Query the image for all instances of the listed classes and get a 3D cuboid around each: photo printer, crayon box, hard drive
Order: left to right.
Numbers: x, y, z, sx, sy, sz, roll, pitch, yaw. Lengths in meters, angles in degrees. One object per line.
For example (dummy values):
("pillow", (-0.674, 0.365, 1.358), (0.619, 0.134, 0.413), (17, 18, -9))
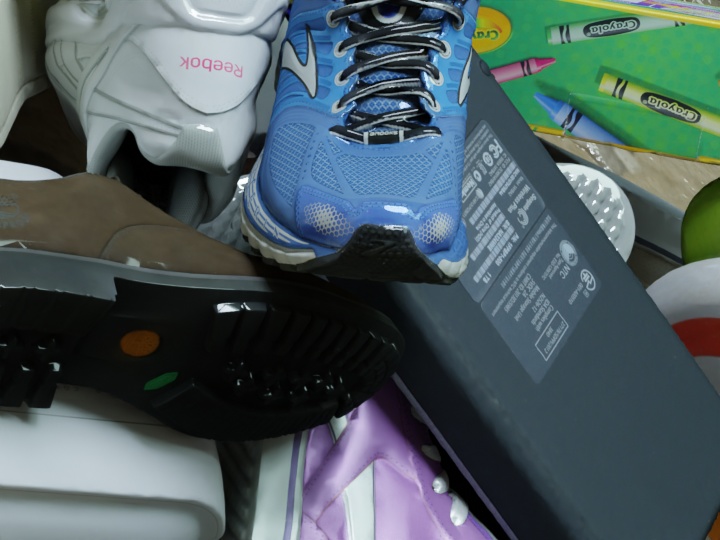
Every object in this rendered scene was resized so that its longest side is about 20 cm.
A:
("photo printer", (-0.141, 0.031, 0.995), (0.199, 0.069, 0.167), (8, 44, -46))
("hard drive", (0.065, 0.027, 1.098), (0.200, 0.033, 0.140), (54, 35, -11))
("crayon box", (0.126, -0.083, 1.232), (0.199, 0.059, 0.119), (11, 9, 12))

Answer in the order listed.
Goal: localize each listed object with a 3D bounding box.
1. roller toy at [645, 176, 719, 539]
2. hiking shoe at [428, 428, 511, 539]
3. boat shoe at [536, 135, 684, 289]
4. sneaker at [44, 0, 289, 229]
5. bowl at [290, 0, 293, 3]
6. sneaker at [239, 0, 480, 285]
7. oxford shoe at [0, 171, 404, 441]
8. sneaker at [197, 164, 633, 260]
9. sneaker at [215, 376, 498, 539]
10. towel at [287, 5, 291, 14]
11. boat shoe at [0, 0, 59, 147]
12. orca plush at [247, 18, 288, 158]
("roller toy", (0.207, 0.063, 1.234), (0.139, 0.201, 0.182), (-25, 54, -37))
("hiking shoe", (0.077, 0.106, 1.175), (0.101, 0.076, 0.200), (45, 34, -22))
("boat shoe", (0.076, -0.022, 1.318), (0.199, 0.070, 0.071), (23, 10, -37))
("sneaker", (-0.081, -0.054, 1.087), (0.077, 0.200, 0.100), (9, 80, -10))
("bowl", (-0.075, -0.185, 1.149), (0.199, 0.108, 0.201), (12, 68, -33))
("sneaker", (0.001, -0.066, 0.991), (0.078, 0.090, 0.200), (5, 32, -6))
("oxford shoe", (-0.068, 0.003, 0.977), (0.199, 0.073, 0.085), (16, 37, -40))
("sneaker", (0.000, 0.001, 1.201), (0.199, 0.114, 0.073), (-2, 85, -20))
("sneaker", (0.005, 0.067, 1.081), (0.114, 0.073, 0.201), (19, 62, -19))
("towel", (-0.005, -0.172, 1.445), (0.148, 0.050, 0.200), (42, 29, -16))
("boat shoe", (-0.158, -0.086, 1.097), (0.059, 0.072, 0.200), (-1, 15, 8))
("orca plush", (-0.060, -0.098, 1.259), (0.199, 0.106, 0.071), (0, 19, -46))
